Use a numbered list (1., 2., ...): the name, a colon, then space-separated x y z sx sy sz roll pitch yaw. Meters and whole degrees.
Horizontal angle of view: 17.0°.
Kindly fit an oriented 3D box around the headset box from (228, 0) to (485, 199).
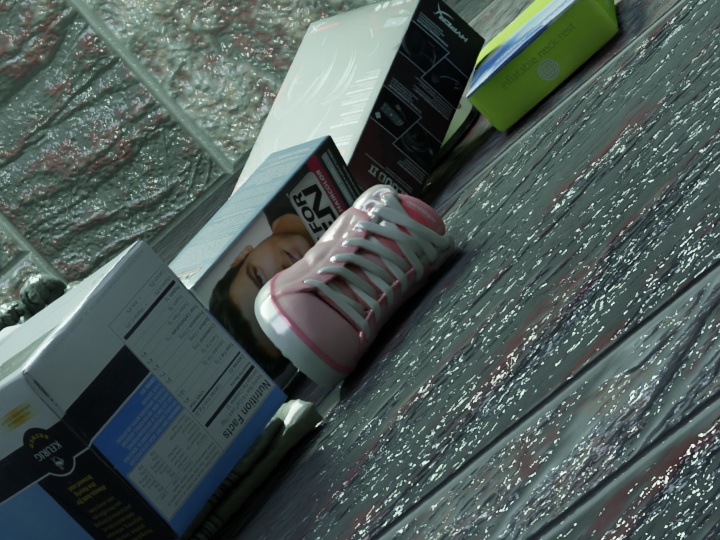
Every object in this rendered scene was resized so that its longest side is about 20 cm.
1. headset box: -0.006 -0.109 1.884 0.149 0.077 0.200 -10 48 50

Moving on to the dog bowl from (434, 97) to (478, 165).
1. dog bowl: 0.004 -0.097 2.057 0.200 0.074 0.200 -41 7 6

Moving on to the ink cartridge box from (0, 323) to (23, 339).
1. ink cartridge box: -0.211 0.091 1.812 0.199 0.085 0.145 -12 20 30

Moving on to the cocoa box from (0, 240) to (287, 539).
1. cocoa box: -0.167 0.100 1.415 0.200 0.131 0.133 -32 15 47

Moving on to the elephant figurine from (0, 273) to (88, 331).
1. elephant figurine: -0.257 0.097 2.176 0.200 0.155 0.142 -133 53 -58

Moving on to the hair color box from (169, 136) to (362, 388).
1. hair color box: -0.063 0.004 1.646 0.060 0.099 0.200 -15 25 39

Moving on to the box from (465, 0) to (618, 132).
1. box: 0.142 -0.175 1.867 0.122 0.048 0.200 -42 8 14

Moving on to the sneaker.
1. sneaker: 0.000 0.000 1.517 0.105 0.075 0.200 -46 2 17

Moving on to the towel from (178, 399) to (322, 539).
1. towel: -0.124 0.154 1.466 0.200 0.035 0.192 -46 8 -24
